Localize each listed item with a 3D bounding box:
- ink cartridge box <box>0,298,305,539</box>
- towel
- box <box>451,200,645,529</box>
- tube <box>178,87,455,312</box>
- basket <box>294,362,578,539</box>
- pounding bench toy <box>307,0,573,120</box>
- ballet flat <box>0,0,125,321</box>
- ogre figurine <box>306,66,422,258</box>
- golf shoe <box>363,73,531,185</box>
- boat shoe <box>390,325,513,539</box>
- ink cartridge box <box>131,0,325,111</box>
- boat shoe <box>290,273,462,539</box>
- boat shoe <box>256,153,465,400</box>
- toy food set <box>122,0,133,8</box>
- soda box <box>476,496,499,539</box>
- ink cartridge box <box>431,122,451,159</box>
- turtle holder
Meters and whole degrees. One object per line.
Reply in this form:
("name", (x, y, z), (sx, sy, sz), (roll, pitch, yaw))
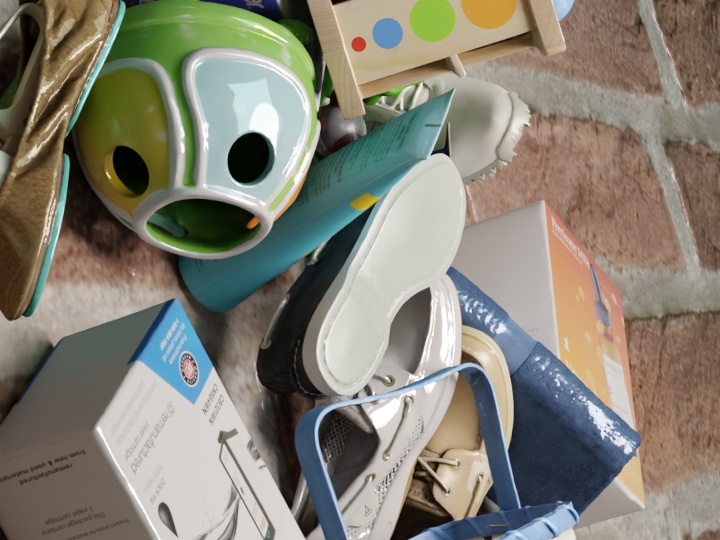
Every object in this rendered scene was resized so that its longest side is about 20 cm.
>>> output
("ink cartridge box", (-0.104, 0.140, 1.325), (0.201, 0.084, 0.146), (62, 23, -19))
("towel", (0.083, 0.080, 1.646), (0.200, 0.112, 0.049), (42, 35, -1))
("box", (0.131, 0.078, 1.899), (0.152, 0.106, 0.201), (44, 34, -48))
("tube", (-0.025, -0.042, 1.499), (0.050, 0.200, 0.078), (43, 35, -22))
("basket", (0.042, 0.165, 1.491), (0.176, 0.139, 0.201), (-12, 91, -48))
("pounding bench toy", (0.043, -0.188, 1.551), (0.200, 0.155, 0.125), (-100, 172, -79))
("ballet flat", (-0.183, -0.074, 1.325), (0.072, 0.068, 0.201), (22, 69, -21))
("ogre figurine", (-0.009, -0.088, 1.663), (0.098, 0.120, 0.201), (0, 76, -47))
("golf shoe", (0.026, -0.114, 1.740), (0.097, 0.200, 0.079), (29, 80, -43))
("boat shoe", (0.050, 0.134, 1.613), (0.065, 0.071, 0.201), (-40, 142, -62))
("ink cartridge box", (-0.084, -0.161, 1.516), (0.200, 0.094, 0.044), (69, 27, -65))
("boat shoe", (0.005, 0.088, 1.561), (0.069, 0.071, 0.201), (24, 80, -49))
("boat shoe", (0.000, 0.000, 1.533), (0.200, 0.060, 0.076), (-51, 123, -41))
("toy food set", (-0.188, -0.258, 1.503), (0.200, 0.060, 0.144), (44, 33, -64))
("soda box", (0.084, 0.191, 1.754), (0.200, 0.063, 0.071), (57, 26, -33))
("ink cartridge box", (0.041, -0.002, 1.724), (0.200, 0.039, 0.100), (93, -3, -52))
("turtle holder", (-0.104, -0.089, 1.437), (0.185, 0.140, 0.132), (42, 37, -52))
